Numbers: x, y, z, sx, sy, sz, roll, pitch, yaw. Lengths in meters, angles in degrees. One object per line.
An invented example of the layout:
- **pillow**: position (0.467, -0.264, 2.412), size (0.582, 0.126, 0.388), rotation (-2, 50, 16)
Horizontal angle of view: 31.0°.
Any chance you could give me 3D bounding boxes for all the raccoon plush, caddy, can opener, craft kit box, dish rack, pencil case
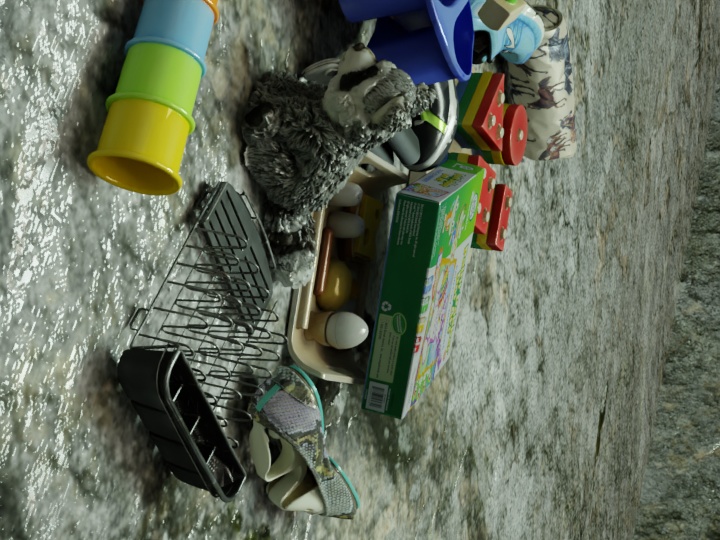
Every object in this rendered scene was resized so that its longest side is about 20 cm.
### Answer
- **raccoon plush**: position (-0.007, -0.080, 1.014), size (0.097, 0.133, 0.201), rotation (-60, 149, -46)
- **caddy**: position (0.051, -0.234, 1.082), size (0.200, 0.104, 0.142), rotation (-80, 151, -55)
- **can opener**: position (0.003, -0.129, 1.132), size (0.200, 0.052, 0.067), rotation (40, 41, -66)
- **craft kit box**: position (0.060, 0.011, 1.201), size (0.198, 0.048, 0.201), rotation (-45, 146, -70)
- **dish rack**: position (-0.099, 0.044, 0.932), size (0.154, 0.054, 0.201), rotation (73, 32, -47)
- **pencil case**: position (0.216, -0.230, 1.595), size (0.078, 0.089, 0.201), rotation (-46, 138, -37)

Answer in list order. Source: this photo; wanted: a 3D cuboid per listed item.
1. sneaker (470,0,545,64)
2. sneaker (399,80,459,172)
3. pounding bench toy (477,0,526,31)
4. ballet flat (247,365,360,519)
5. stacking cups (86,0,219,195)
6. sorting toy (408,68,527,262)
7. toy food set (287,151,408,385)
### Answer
- **sneaker**: position (0.139, -0.268, 1.437), size (0.090, 0.078, 0.200), rotation (-63, 154, 0)
- **sneaker**: position (0.046, -0.195, 1.230), size (0.083, 0.071, 0.201), rotation (3, 92, -47)
- **pounding bench toy**: position (0.145, -0.336, 1.189), size (0.201, 0.155, 0.124), rotation (58, 37, -17)
- **ballet flat**: position (-0.055, 0.160, 1.085), size (0.201, 0.072, 0.072), rotation (73, 32, -45)
- **stacking cups**: position (-0.116, -0.150, 0.819), size (0.061, 0.060, 0.201), rotation (49, 51, -62)
- **sorting toy**: position (0.125, -0.122, 1.418), size (0.200, 0.069, 0.200), rotation (31, 68, -66)
- **toy food set**: position (0.000, 0.000, 1.156), size (0.143, 0.060, 0.201), rotation (19, 80, -68)
